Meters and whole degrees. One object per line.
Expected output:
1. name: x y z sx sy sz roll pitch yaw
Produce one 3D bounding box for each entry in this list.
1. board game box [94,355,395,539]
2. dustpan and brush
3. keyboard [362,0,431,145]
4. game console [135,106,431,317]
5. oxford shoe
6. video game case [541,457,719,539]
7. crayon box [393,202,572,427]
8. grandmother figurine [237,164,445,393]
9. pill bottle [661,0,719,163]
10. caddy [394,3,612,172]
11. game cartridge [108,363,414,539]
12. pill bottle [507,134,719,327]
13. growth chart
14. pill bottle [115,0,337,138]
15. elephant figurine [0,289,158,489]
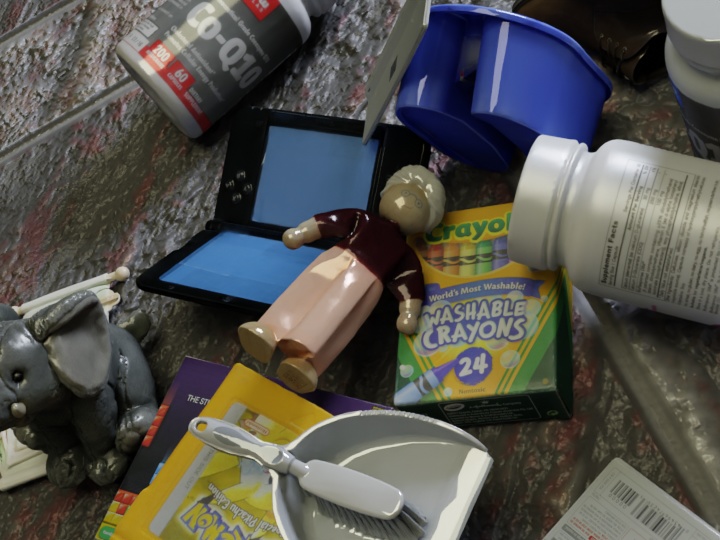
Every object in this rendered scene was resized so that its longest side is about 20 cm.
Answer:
1. board game box: -0.081 0.165 1.097 0.199 0.057 0.166 11 65 30
2. dustpan and brush: -0.029 0.143 0.978 0.199 0.057 0.140 16 67 30
3. keyboard: 0.027 -0.161 1.101 0.011 0.200 0.057 6 69 -11
4. game console: -0.064 -0.050 1.185 0.199 0.116 0.177 11 90 30
5. oxford shoe: 0.213 -0.198 1.188 0.199 0.073 0.085 6 64 29
6. video game case: 0.183 0.246 0.940 0.182 0.022 0.200 -46 52 -9
7. crayon box: 0.097 0.019 1.112 0.125 0.052 0.201 -8 55 21
8. grandmother figurine: 0.000 0.000 1.083 0.200 0.121 0.061 -52 12 -24
9. pill bottle: 0.282 -0.137 1.032 0.113 0.200 0.114 -13 54 18
10. caddy: 0.114 -0.147 1.130 0.141 0.200 0.106 9 80 31
11. game cartridge: -0.081 0.183 1.029 0.176 0.032 0.200 25 70 32
12. pill bottle: 0.212 -0.029 1.021 0.199 0.114 0.114 15 65 16
13. growth chart: -0.272 0.095 1.259 0.144 0.018 0.201 -15 54 17
14. pill bottle: -0.119 -0.228 1.338 0.200 0.114 0.114 -43 51 -5
15. elephant figurine: -0.247 0.076 1.120 0.141 0.200 0.155 -37 48 2
